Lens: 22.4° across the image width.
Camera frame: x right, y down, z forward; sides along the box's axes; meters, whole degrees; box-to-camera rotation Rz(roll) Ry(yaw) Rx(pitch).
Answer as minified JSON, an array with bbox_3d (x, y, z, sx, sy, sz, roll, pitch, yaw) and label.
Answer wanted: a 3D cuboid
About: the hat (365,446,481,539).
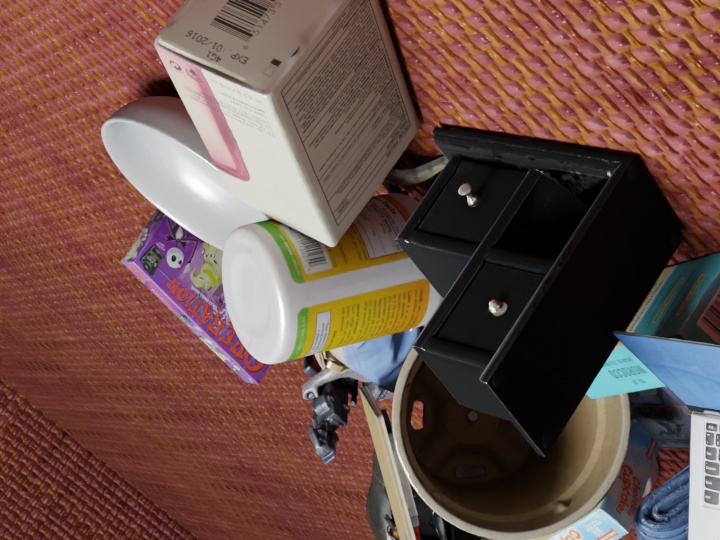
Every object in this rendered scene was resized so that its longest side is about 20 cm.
[{"bbox_3d":[0.080,0.246,1.740,0.201,0.081,0.201,45,143,49],"label":"hat"}]

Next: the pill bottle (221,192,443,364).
[{"bbox_3d":[0.000,0.000,1.451,0.111,0.199,0.112,36,132,52],"label":"pill bottle"}]

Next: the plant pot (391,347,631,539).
[{"bbox_3d":[0.112,0.125,1.571,0.200,0.201,0.183,36,172,-4],"label":"plant pot"}]

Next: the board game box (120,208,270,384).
[{"bbox_3d":[-0.140,0.008,1.832,0.032,0.120,0.200,9,149,52],"label":"board game box"}]

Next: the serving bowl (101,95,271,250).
[{"bbox_3d":[-0.139,-0.095,1.670,0.200,0.066,0.200,30,160,12],"label":"serving bowl"}]

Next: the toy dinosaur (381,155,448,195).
[{"bbox_3d":[-0.005,-0.084,1.512,0.199,0.048,0.088,19,149,30],"label":"toy dinosaur"}]

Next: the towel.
[{"bbox_3d":[0.291,0.213,1.585,0.049,0.111,0.200,53,177,20],"label":"towel"}]

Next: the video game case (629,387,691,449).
[{"bbox_3d":[0.227,0.089,1.571,0.200,0.019,0.143,43,159,-19],"label":"video game case"}]

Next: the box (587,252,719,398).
[{"bbox_3d":[0.224,0.043,1.370,0.049,0.082,0.200,40,160,-11],"label":"box"}]

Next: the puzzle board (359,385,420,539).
[{"bbox_3d":[0.039,0.210,1.628,0.151,0.017,0.201,-135,29,-81],"label":"puzzle board"}]

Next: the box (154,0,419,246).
[{"bbox_3d":[-0.049,-0.135,1.334,0.109,0.128,0.200,26,159,26],"label":"box"}]

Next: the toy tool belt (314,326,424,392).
[{"bbox_3d":[0.023,0.058,1.680,0.123,0.125,0.200,32,163,34],"label":"toy tool belt"}]

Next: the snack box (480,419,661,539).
[{"bbox_3d":[0.172,0.218,1.589,0.037,0.116,0.200,41,133,-9],"label":"snack box"}]

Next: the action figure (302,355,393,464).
[{"bbox_3d":[-0.021,0.082,1.800,0.104,0.201,0.193,-27,134,24],"label":"action figure"}]

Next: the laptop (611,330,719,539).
[{"bbox_3d":[0.279,0.143,1.258,0.187,0.201,0.116,8,-169,43],"label":"laptop"}]

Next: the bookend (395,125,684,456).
[{"bbox_3d":[0.094,0.007,1.323,0.200,0.199,0.092,15,153,47],"label":"bookend"}]

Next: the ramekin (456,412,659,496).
[{"bbox_3d":[0.177,0.188,1.754,0.200,0.105,0.200,30,160,12],"label":"ramekin"}]
